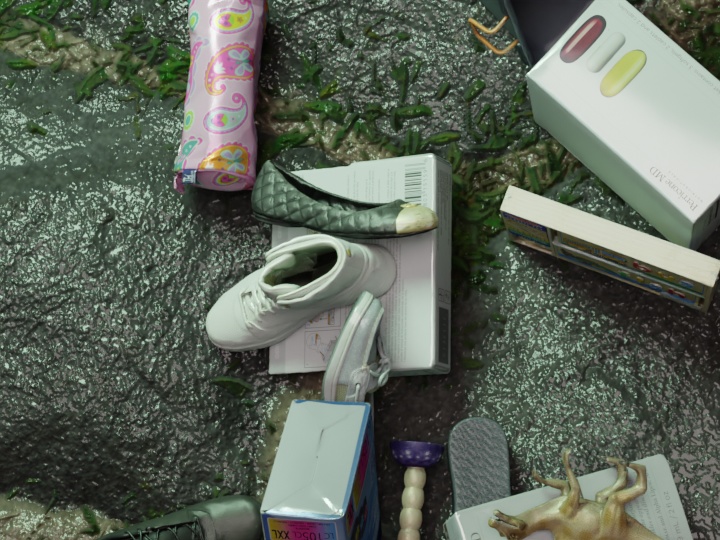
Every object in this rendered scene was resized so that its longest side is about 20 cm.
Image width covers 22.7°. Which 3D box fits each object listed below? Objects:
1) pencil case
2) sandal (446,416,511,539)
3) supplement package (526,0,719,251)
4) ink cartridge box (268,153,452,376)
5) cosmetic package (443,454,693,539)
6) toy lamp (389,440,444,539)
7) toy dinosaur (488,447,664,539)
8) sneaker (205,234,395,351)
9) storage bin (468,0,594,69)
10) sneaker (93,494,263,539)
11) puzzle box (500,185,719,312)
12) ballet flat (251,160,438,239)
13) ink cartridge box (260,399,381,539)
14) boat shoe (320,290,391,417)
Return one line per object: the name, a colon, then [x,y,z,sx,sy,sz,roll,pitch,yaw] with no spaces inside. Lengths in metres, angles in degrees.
pencil case: [-0.135,-0.173,1.715,0.086,0.087,0.202,3,80,9]
sandal: [0.109,0.236,1.621,0.075,0.043,0.202,6,74,0]
supplement package: [0.259,-0.129,1.608,0.200,0.156,0.111,43,88,13]
ink cartridge box: [0.000,0.000,1.682,0.172,0.043,0.202,-5,78,28]
cosmetic package: [0.182,0.237,1.567,0.198,0.074,0.103,-15,76,-12]
toy lamp: [0.042,0.256,1.615,0.058,0.058,0.202,2,80,9]
toy dinosaur: [0.211,0.210,1.523,0.198,0.058,0.102,13,88,5]
sneaker: [-0.079,0.015,1.631,0.199,0.115,0.074,-24,72,23]
storage bin: [0.140,-0.285,1.648,0.146,0.200,0.134,-45,65,-2]
sneaker: [-0.181,0.258,1.632,0.198,0.091,0.077,-23,74,2]
puzzle box: [0.224,-0.018,1.603,0.198,0.133,0.026,21,82,13]
ballet flat: [-0.019,-0.061,1.639,0.198,0.066,0.057,10,99,30]
ink cartridge box: [-0.030,0.230,1.565,0.076,0.201,0.137,5,42,9]
boat shoe: [-0.001,0.114,1.611,0.064,0.075,0.204,14,113,5]
